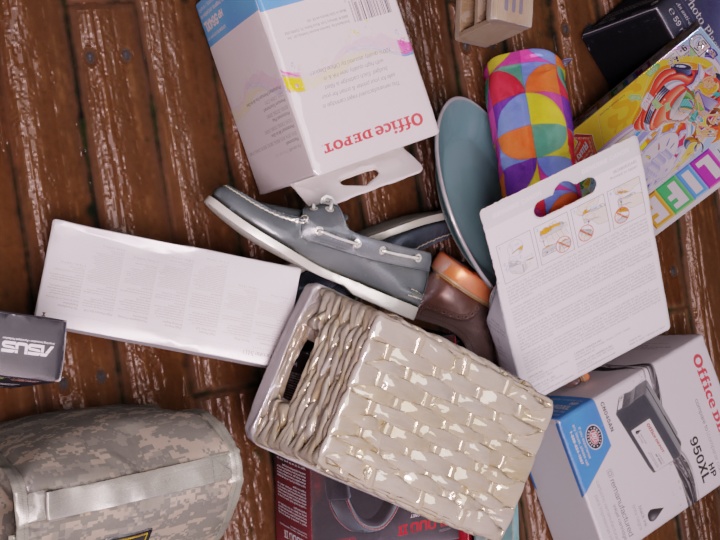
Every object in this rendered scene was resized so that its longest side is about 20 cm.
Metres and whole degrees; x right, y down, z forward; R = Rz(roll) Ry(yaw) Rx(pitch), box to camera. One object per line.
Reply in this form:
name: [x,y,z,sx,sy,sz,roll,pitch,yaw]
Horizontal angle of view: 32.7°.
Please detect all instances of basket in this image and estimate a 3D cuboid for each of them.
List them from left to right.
basket: [0.035,0.112,0.947,0.199,0.123,0.137,27,81,-28]

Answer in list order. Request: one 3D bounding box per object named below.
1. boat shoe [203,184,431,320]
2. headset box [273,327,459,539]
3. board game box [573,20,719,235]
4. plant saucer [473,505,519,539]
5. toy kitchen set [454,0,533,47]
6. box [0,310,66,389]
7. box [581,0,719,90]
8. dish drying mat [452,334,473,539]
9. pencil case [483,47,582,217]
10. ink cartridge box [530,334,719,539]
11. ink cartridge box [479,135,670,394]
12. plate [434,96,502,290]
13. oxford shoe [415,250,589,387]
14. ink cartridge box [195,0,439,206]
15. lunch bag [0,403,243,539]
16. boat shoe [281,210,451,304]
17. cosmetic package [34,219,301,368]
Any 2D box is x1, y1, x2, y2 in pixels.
boat shoe: [-0.030,-0.028,0.992,0.198,0.073,0.062,28,88,-15]
headset box: [0.005,0.156,1.048,0.147,0.075,0.203,-4,96,-29]
board game box: [0.284,-0.120,1.175,0.200,0.034,0.135,-40,100,20]
plant saucer: [0.120,0.234,1.073,0.035,0.200,0.203,-2,86,9]
toy kitchen set: [0.078,-0.324,1.090,0.198,0.163,0.183,7,82,-26]
box: [-0.320,0.047,0.850,0.198,0.161,0.050,10,80,-27]
box: [0.369,-0.222,1.257,0.198,0.123,0.201,-41,105,-25]
dish drying mat: [0.075,0.159,1.095,0.018,0.077,0.203,-4,88,-26]
pencil case: [0.163,-0.109,1.130,0.087,0.088,0.202,12,60,-26]
ink cartridge box: [0.262,0.166,1.188,0.198,0.084,0.146,-25,98,-27]
ink cartridge box: [0.180,-0.003,1.066,0.161,0.050,0.202,-25,118,-14]
plate: [0.113,-0.060,1.122,0.200,0.025,0.202,39,41,-44]
oxford shoe: [0.130,0.062,1.149,0.199,0.071,0.073,35,94,-19]
ink cartridge box: [-0.035,-0.159,1.037,0.127,0.125,0.202,-20,95,-27]
lunch bag: [-0.191,0.160,0.887,0.162,0.199,0.119,-7,88,-28]
boat shoe: [0.000,0.000,1.071,0.198,0.075,0.063,-23,95,-26]
cosmetic package: [-0.153,0.022,0.976,0.197,0.051,0.084,12,80,-10]
